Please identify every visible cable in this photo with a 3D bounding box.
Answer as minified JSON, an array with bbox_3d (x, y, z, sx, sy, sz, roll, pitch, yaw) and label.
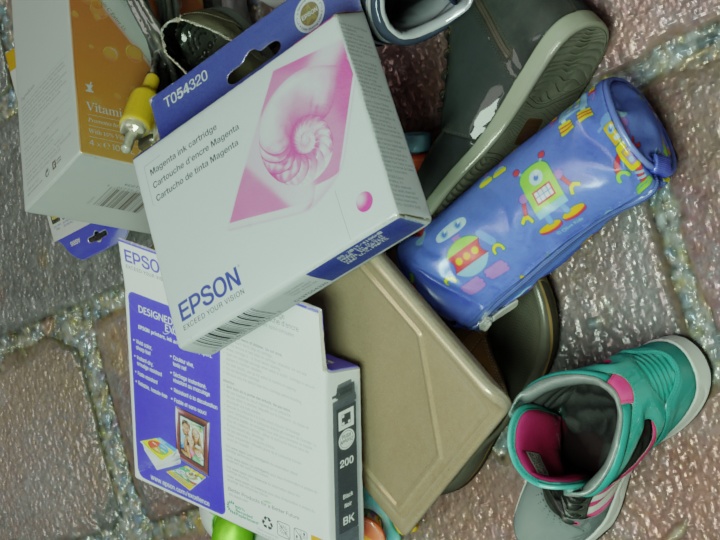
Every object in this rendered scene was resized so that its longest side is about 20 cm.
[{"bbox_3d":[-0.136,-0.150,1.396,0.050,0.097,0.200,-32,48,43],"label":"cable"}]

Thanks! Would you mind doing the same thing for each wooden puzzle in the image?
[{"bbox_3d":[0.011,0.064,1.265,0.185,0.037,0.200,50,144,15],"label":"wooden puzzle"}]

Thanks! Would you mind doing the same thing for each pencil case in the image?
[{"bbox_3d":[0.115,-0.037,1.215,0.200,0.078,0.087,-40,66,26],"label":"pencil case"}]

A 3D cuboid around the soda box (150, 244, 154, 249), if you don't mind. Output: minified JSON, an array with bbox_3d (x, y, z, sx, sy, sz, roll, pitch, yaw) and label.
[{"bbox_3d":[-0.120,-0.002,1.402,0.200,0.068,0.064,138,149,-67],"label":"soda box"}]

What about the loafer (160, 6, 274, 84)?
[{"bbox_3d":[-0.078,-0.118,1.335,0.200,0.070,0.075,44,116,31],"label":"loafer"}]

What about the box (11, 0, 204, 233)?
[{"bbox_3d":[-0.191,-0.143,1.452,0.097,0.124,0.200,-37,53,45],"label":"box"}]

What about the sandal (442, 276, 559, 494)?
[{"bbox_3d":[0.074,0.075,1.310,0.082,0.055,0.200,46,121,30],"label":"sandal"}]

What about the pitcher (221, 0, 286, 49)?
[{"bbox_3d":[-0.052,-0.230,1.366,0.200,0.121,0.172,27,133,50],"label":"pitcher"}]

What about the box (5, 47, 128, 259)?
[{"bbox_3d":[-0.234,-0.114,1.601,0.119,0.041,0.200,-22,82,44],"label":"box"}]

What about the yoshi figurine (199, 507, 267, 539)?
[{"bbox_3d":[-0.119,0.160,1.477,0.112,0.112,0.201,1,94,53],"label":"yoshi figurine"}]

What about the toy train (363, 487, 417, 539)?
[{"bbox_3d":[-0.040,0.221,1.380,0.150,0.056,0.200,17,111,-2],"label":"toy train"}]

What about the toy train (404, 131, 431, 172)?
[{"bbox_3d":[0.000,0.000,1.347,0.150,0.056,0.201,6,103,23],"label":"toy train"}]

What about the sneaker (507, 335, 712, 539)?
[{"bbox_3d":[0.134,0.127,1.214,0.084,0.121,0.200,51,127,27],"label":"sneaker"}]

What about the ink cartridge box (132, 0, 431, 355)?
[{"bbox_3d":[-0.063,-0.076,1.215,0.196,0.043,0.200,-32,65,32],"label":"ink cartridge box"}]

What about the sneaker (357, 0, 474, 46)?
[{"bbox_3d":[0.050,-0.234,1.233,0.200,0.070,0.108,-63,23,0],"label":"sneaker"}]

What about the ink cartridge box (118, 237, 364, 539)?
[{"bbox_3d":[-0.084,0.085,1.309,0.198,0.043,0.200,19,122,37],"label":"ink cartridge box"}]

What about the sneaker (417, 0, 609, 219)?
[{"bbox_3d":[0.080,-0.119,1.277,0.200,0.075,0.106,-54,54,23],"label":"sneaker"}]
